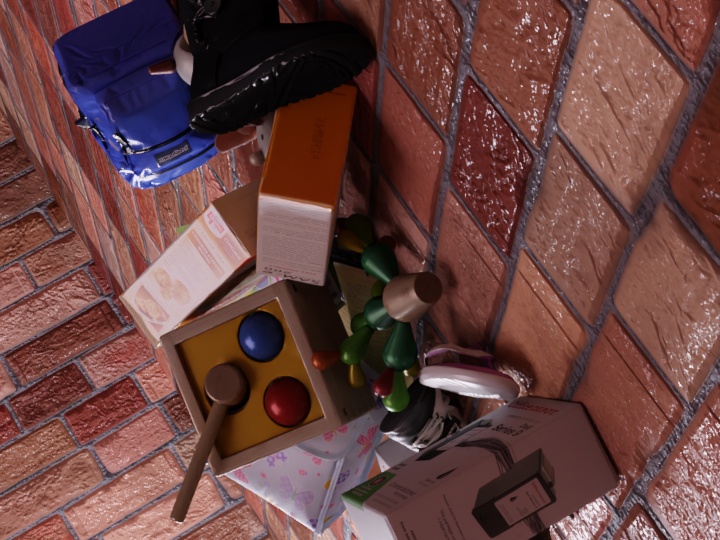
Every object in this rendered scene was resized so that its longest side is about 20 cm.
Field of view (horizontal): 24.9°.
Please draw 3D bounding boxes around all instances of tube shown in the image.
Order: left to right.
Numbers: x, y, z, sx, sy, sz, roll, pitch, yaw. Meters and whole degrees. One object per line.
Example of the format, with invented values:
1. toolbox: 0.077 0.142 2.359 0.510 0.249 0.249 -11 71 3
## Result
1. tube: 0.022 0.066 1.748 0.200 0.058 0.052 76 176 -47

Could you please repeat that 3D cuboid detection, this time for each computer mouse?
1. computer mouse: 0.000 0.000 1.738 0.059 0.034 0.200 22 156 19

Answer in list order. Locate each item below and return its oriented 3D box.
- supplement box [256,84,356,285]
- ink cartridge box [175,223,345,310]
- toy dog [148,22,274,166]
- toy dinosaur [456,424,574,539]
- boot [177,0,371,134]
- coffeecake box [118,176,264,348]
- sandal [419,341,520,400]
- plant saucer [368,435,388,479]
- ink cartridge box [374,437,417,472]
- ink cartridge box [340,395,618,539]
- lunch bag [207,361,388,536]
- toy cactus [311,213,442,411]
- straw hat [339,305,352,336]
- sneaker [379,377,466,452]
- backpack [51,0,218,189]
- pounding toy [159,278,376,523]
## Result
1. supplement box: -0.054 -0.082 1.541 0.200 0.073 0.126 100 179 -68
2. ink cartridge box: -0.133 0.005 1.897 0.200 0.076 0.148 -15 108 37
3. toy dog: -0.153 -0.188 1.745 0.200 0.096 0.132 50 163 36
4. toy dinosaur: 0.136 0.217 1.544 0.200 0.102 0.077 51 163 27
5. boot: -0.086 -0.229 1.441 0.200 0.076 0.169 -20 69 36
6. coffeecake box: -0.141 -0.019 1.732 0.073 0.153 0.200 54 132 5
7. sandal: 0.096 0.089 1.528 0.203 0.082 0.050 165 118 -77
8. plant saucer: -0.006 0.199 1.917 0.037 0.200 0.200 -71 -30 -47
9. ink cartridge box: 0.103 0.279 1.818 0.146 0.086 0.200 46 161 44
10. ink cartridge box: 0.102 0.191 1.419 0.084 0.200 0.146 64 165 -6
11. lunch bag: -0.066 0.161 1.792 0.169 0.127 0.200 31 124 16
12. toy cactus: 0.020 0.031 1.567 0.165 0.102 0.201 150 120 -61
13. straw hat: -0.024 0.133 1.957 0.201 0.085 0.201 54 165 22
14. sneaker: 0.075 0.158 1.680 0.089 0.074 0.200 44 -174 4
15. backpack: -0.250 -0.188 1.901 0.200 0.162 0.168 69 179 -50
16. pounding toy: -0.114 0.128 1.663 0.184 0.200 0.142 67 -159 4
